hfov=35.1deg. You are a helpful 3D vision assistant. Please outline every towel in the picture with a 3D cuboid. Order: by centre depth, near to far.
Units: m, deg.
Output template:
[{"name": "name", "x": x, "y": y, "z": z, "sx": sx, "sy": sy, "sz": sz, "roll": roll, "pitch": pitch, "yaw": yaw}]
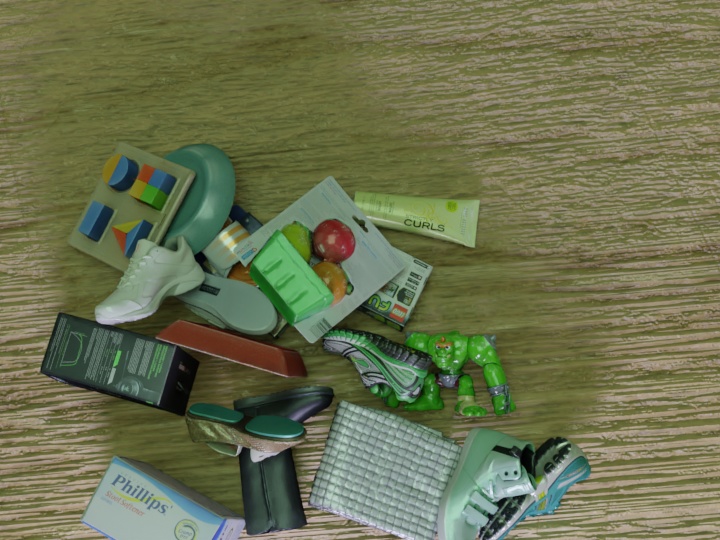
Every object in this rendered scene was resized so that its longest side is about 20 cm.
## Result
[{"name": "towel", "x": 0.036, "y": 0.299, "z": 1.674, "sx": 0.198, "sy": 0.086, "sz": 0.167, "roll": 20, "pitch": 72, "yaw": -3}]

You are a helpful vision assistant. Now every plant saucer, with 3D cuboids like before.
[{"name": "plant saucer", "x": -0.180, "y": 0.113, "z": 1.675, "sx": 0.198, "sy": 0.200, "sz": 0.037, "roll": 15, "pitch": 86, "yaw": 7}, {"name": "plant saucer", "x": -0.284, "y": -0.113, "z": 1.770, "sx": 0.198, "sy": 0.036, "sz": 0.202, "roll": -13, "pitch": 64, "yaw": 28}]

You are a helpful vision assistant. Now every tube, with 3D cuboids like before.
[{"name": "tube", "x": 0.086, "y": -0.088, "z": 1.780, "sx": 0.197, "sy": 0.052, "sz": 0.059, "roll": 9, "pitch": 119, "yaw": 1}]

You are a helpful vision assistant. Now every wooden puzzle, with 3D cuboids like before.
[{"name": "wooden puzzle", "x": -0.365, "y": -0.101, "z": 1.765, "sx": 0.199, "sy": 0.046, "sz": 0.187, "roll": 22, "pitch": 83, "yaw": 37}]

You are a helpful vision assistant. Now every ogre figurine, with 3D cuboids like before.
[{"name": "ogre figurine", "x": 0.130, "y": 0.152, "z": 1.703, "sx": 0.198, "sy": 0.098, "sz": 0.122, "roll": 1, "pitch": 90, "yaw": 37}]

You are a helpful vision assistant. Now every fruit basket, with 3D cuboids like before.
[{"name": "fruit basket", "x": -0.060, "y": -0.017, "z": 1.700, "sx": 0.200, "sy": 0.094, "sz": 0.186, "roll": -38, "pitch": 83, "yaw": -27}]

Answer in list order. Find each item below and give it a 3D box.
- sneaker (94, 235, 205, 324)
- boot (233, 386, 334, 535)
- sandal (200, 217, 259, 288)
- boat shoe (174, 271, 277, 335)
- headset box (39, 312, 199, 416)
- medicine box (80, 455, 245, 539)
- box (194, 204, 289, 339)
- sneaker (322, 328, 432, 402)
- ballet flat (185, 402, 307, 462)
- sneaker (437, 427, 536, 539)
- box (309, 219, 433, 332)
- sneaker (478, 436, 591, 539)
[{"name": "sneaker", "x": -0.319, "y": 0.009, "z": 1.658, "sx": 0.077, "sy": 0.200, "sz": 0.100, "roll": -7, "pitch": 109, "yaw": 38}, {"name": "boot", "x": -0.106, "y": 0.284, "z": 1.699, "sx": 0.163, "sy": 0.066, "sz": 0.202, "roll": -13, "pitch": 71, "yaw": 14}, {"name": "sandal", "x": -0.220, "y": -0.052, "z": 1.755, "sx": 0.079, "sy": 0.059, "sz": 0.207, "roll": -43, "pitch": 74, "yaw": -5}, {"name": "boat shoe", "x": -0.204, "y": 0.057, "z": 1.739, "sx": 0.198, "sy": 0.070, "sz": 0.071, "roll": 18, "pitch": 65, "yaw": 26}, {"name": "headset box", "x": -0.346, "y": 0.144, "z": 1.695, "sx": 0.198, "sy": 0.174, "sz": 0.094, "roll": 14, "pitch": 78, "yaw": 6}, {"name": "medicine box", "x": -0.276, "y": 0.357, "z": 1.630, "sx": 0.181, "sy": 0.200, "sz": 0.104, "roll": 27, "pitch": 81, "yaw": 9}, {"name": "box", "x": -0.166, "y": -0.003, "z": 1.787, "sx": 0.200, "sy": 0.032, "sz": 0.121, "roll": 40, "pitch": 83, "yaw": 12}, {"name": "sneaker", "x": 0.012, "y": 0.138, "z": 1.691, "sx": 0.199, "sy": 0.078, "sz": 0.086, "roll": 19, "pitch": 94, "yaw": 43}, {"name": "ballet flat", "x": -0.167, "y": 0.243, "z": 1.671, "sx": 0.198, "sy": 0.070, "sz": 0.066, "roll": 10, "pitch": 109, "yaw": 26}, {"name": "sneaker", "x": 0.184, "y": 0.324, "z": 1.615, "sx": 0.117, "sy": 0.074, "sz": 0.202, "roll": 2, "pitch": 66, "yaw": 42}, {"name": "box", "x": 0.000, "y": 0.000, "z": 1.753, "sx": 0.198, "sy": 0.035, "sz": 0.111, "roll": 27, "pitch": 73, "yaw": 2}, {"name": "sneaker", "x": 0.254, "y": 0.335, "z": 1.661, "sx": 0.200, "sy": 0.078, "sz": 0.080, "roll": -43, "pitch": 114, "yaw": 8}]
